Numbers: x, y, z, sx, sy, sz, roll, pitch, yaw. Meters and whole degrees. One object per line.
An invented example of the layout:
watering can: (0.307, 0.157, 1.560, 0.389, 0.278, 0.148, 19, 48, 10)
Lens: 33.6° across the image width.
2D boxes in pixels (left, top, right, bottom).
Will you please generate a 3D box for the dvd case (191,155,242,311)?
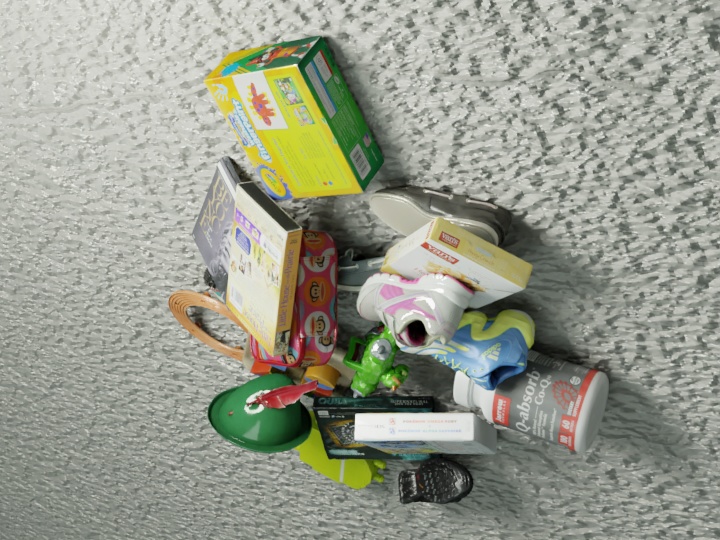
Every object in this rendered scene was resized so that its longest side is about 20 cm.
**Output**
dvd case: (-0.199, -0.052, 1.791, 0.150, 0.016, 0.200, 61, 146, 22)

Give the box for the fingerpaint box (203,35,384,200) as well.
fingerpaint box: (-0.085, -0.197, 1.572, 0.166, 0.074, 0.201, -2, 130, 38)

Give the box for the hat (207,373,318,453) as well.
hat: (-0.139, 0.174, 1.892, 0.198, 0.166, 0.178, 18, 122, 13)

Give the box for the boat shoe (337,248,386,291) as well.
boat shoe: (0.000, 0.000, 1.746, 0.199, 0.072, 0.063, 4, 90, 43)

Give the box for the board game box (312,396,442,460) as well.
board game box: (0.030, 0.259, 1.957, 0.198, 0.028, 0.136, -1, 133, 12)

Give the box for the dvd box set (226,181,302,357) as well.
dvd box set: (-0.137, -0.002, 1.664, 0.146, 0.029, 0.202, 42, 134, 45)

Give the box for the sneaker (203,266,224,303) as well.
sneaker: (-0.151, 0.043, 1.897, 0.198, 0.071, 0.094, 19, 161, 14)

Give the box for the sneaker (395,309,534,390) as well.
sneaker: (0.141, 0.112, 1.643, 0.198, 0.106, 0.076, -9, 145, 19)

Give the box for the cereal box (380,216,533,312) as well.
cereal box: (0.123, -0.003, 1.578, 0.143, 0.040, 0.200, 26, 163, -10)

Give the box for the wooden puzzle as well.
wooden puzzle: (-0.104, 0.158, 1.934, 0.184, 0.047, 0.200, 23, 154, -1)

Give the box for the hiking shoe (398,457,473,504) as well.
hiking shoe: (0.143, 0.347, 1.973, 0.100, 0.077, 0.200, 1, 169, -27)

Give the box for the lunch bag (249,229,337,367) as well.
lunch bag: (-0.106, 0.039, 1.753, 0.176, 0.081, 0.202, 0, 90, 57)

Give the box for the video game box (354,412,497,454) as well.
video game box: (0.103, 0.249, 1.811, 0.180, 0.047, 0.200, -4, 165, 15)

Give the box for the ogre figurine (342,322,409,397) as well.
ogre figurine: (0.035, 0.117, 1.777, 0.098, 0.120, 0.200, 43, 142, -10)

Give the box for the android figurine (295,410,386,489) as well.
android figurine: (-0.045, 0.317, 2.113, 0.198, 0.041, 0.183, 23, 140, 17)

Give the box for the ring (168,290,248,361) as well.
ring: (-0.233, 0.092, 2.007, 0.199, 0.019, 0.201, 24, 154, 13)

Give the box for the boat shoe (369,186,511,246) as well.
boat shoe: (0.107, -0.074, 1.584, 0.198, 0.057, 0.067, 19, 136, 29)

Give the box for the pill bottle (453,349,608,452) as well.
pill bottle: (0.240, 0.173, 1.685, 0.198, 0.116, 0.117, 16, 139, 23)

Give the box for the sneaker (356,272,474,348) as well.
sneaker: (0.060, 0.058, 1.606, 0.081, 0.089, 0.199, 33, 157, -31)
